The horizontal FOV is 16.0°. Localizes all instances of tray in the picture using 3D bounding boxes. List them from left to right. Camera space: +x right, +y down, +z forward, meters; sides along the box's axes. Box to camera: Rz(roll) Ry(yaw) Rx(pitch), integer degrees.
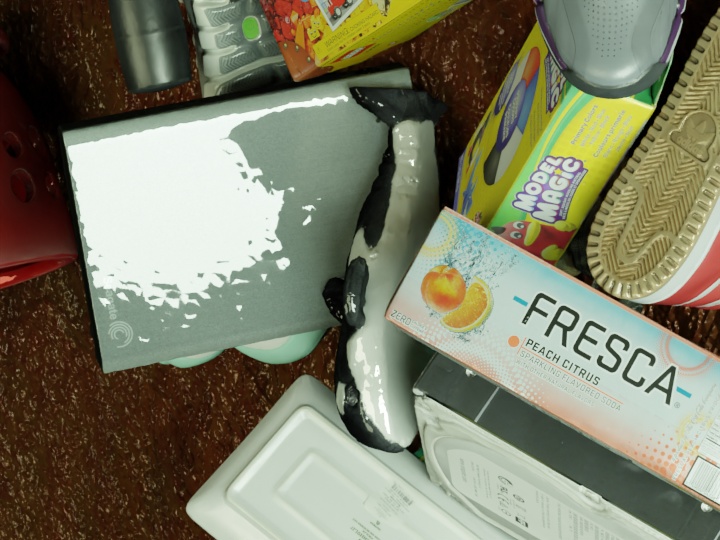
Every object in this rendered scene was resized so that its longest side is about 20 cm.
[{"bbox_3d":[0.007,0.148,1.400,0.200,0.107,0.022,37,164,21],"label":"tray"}]

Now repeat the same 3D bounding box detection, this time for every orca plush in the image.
[{"bbox_3d":[0.000,0.000,1.404,0.071,0.105,0.202,-6,87,35],"label":"orca plush"}]

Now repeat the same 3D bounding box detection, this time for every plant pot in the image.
[{"bbox_3d":[-0.305,-0.068,1.709,0.200,0.199,0.184,-22,82,52],"label":"plant pot"}]

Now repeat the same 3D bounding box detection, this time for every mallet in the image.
[{"bbox_3d":[-0.129,-0.127,1.531,0.200,0.041,0.066,139,118,-81],"label":"mallet"}]

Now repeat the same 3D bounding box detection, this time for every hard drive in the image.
[{"bbox_3d":[-0.062,-0.030,1.435,0.033,0.198,0.141,-133,34,-71],"label":"hard drive"},{"bbox_3d":[0.121,0.123,1.320,0.199,0.038,0.140,29,161,17],"label":"hard drive"}]

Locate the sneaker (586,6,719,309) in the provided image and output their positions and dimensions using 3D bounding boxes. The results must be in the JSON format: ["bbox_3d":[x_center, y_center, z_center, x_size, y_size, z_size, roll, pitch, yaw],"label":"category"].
[{"bbox_3d":[0.197,-0.065,1.224,0.071,0.112,0.200,45,106,30],"label":"sneaker"}]

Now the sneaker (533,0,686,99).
[{"bbox_3d":[0.109,-0.183,1.178,0.074,0.088,0.202,-3,70,13],"label":"sneaker"}]

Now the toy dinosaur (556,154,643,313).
[{"bbox_3d":[0.132,-0.024,1.326,0.088,0.047,0.201,52,136,31],"label":"toy dinosaur"}]

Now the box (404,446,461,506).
[{"bbox_3d":[-0.021,0.197,1.458,0.048,0.200,0.118,46,168,26],"label":"box"}]

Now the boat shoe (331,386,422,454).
[{"bbox_3d":[-0.007,0.113,1.511,0.076,0.073,0.201,-110,28,-46],"label":"boat shoe"}]

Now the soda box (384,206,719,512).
[{"bbox_3d":[0.113,0.046,1.224,0.199,0.068,0.064,30,88,10],"label":"soda box"}]

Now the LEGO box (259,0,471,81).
[{"bbox_3d":[0.016,-0.209,1.354,0.200,0.077,0.150,-29,84,51],"label":"LEGO box"}]

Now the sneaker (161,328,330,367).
[{"bbox_3d":[-0.107,-0.013,1.543,0.199,0.078,0.140,-7,130,53],"label":"sneaker"}]

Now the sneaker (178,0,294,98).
[{"bbox_3d":[-0.077,-0.146,1.513,0.116,0.075,0.201,-128,25,-56],"label":"sneaker"}]

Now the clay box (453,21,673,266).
[{"bbox_3d":[0.101,-0.078,1.284,0.047,0.115,0.201,18,135,-9],"label":"clay box"}]
